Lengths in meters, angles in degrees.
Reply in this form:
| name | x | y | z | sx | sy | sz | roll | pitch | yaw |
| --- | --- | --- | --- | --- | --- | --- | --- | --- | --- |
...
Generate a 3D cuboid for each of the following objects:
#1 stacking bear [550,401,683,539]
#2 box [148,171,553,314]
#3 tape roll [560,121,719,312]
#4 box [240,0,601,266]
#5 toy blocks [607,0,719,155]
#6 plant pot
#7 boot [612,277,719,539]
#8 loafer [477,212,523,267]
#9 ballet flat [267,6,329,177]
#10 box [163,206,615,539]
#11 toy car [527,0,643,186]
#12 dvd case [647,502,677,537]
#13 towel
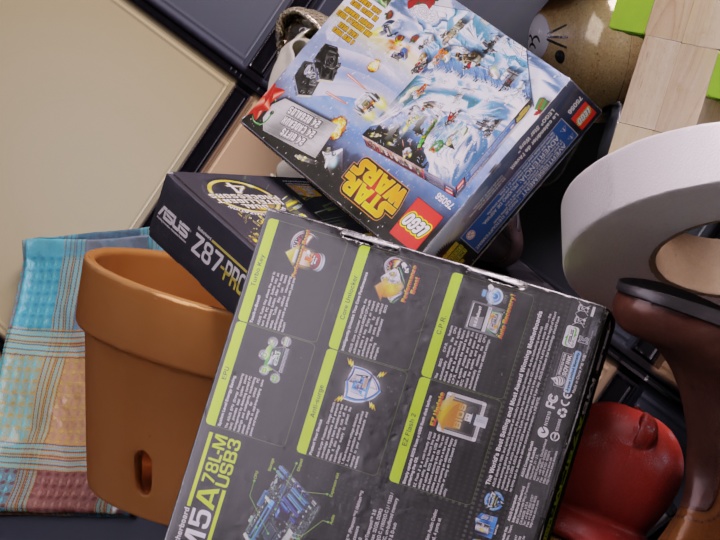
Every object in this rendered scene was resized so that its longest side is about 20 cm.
| name | x | y | z | sx | sy | sz | roll | pitch | yaw |
| --- | --- | --- | --- | --- | --- | --- | --- | --- | --- |
| stacking bear | 0.111 | 0.166 | 1.523 | 0.114 | 0.121 | 0.200 | 22 | 92 | 5 |
| box | 0.000 | 0.000 | 1.633 | 0.161 | 0.200 | 0.049 | 44 | 122 | 45 |
| tape roll | 0.207 | -0.021 | 1.482 | 0.203 | 0.203 | 0.037 | -17 | 61 | 32 |
| box | 0.031 | -0.088 | 1.621 | 0.137 | 0.040 | 0.200 | -49 | 42 | 0 |
| toy blocks | 0.214 | -0.109 | 1.568 | 0.100 | 0.137 | 0.200 | 16 | 88 | 39 |
| plant pot | -0.083 | 0.078 | 1.688 | 0.200 | 0.200 | 0.140 | 19 | 99 | 42 |
| boot | 0.166 | 0.121 | 1.471 | 0.200 | 0.188 | 0.068 | -58 | 29 | 1 |
| loafer | 0.058 | -0.062 | 1.698 | 0.072 | 0.063 | 0.200 | -49 | 22 | 21 |
| ballet flat | -0.030 | -0.081 | 1.780 | 0.068 | 0.075 | 0.200 | -25 | 57 | 29 |
| box | 0.014 | 0.088 | 1.473 | 0.193 | 0.048 | 0.200 | 16 | 87 | 14 |
| toy car | 0.126 | -0.144 | 1.649 | 0.164 | 0.158 | 0.200 | -154 | 68 | -69 |
| dvd case | 0.061 | 0.142 | 1.600 | 0.200 | 0.018 | 0.143 | -41 | 83 | 17 |
| towel | -0.190 | 0.067 | 1.879 | 0.147 | 0.022 | 0.200 | -3 | 69 | 38 |
